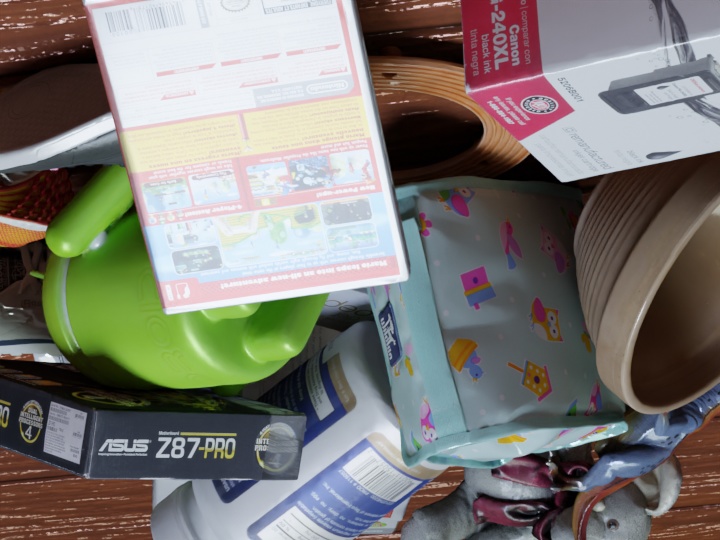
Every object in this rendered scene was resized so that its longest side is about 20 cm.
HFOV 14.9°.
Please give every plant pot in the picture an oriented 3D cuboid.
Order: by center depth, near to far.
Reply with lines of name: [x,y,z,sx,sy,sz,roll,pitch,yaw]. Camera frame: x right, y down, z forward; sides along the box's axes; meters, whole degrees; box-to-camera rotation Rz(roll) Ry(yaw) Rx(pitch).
plant pot: [0.196,-0.020,1.667,0.201,0.093,0.201,-35,148,-25]

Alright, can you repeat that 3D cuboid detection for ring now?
ring: [0.008,-0.087,1.636,0.200,0.019,0.200,0,159,0]

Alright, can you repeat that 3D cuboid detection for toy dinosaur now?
toy dinosaur: [0.218,0.098,1.985,0.181,0.105,0.200,-14,140,8]

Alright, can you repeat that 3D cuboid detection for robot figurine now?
robot figurine: [-0.110,0.013,1.649,0.200,0.116,0.175,-6,142,45]

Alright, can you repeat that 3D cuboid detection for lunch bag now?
lunch bag: [0.071,0.032,1.684,0.122,0.171,0.200,-16,171,25]

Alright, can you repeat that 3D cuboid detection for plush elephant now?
plush elephant: [0.153,0.181,2.125,0.155,0.165,0.200,32,-161,35]

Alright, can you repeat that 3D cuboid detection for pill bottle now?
pill bottle: [-0.038,0.131,1.788,0.200,0.111,0.111,-38,144,21]

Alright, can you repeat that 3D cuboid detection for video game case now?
video game case: [-0.060,-0.073,1.495,0.143,0.017,0.200,-8,119,8]

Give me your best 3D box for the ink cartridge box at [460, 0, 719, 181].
ink cartridge box: [0.172,-0.125,1.461,0.200,0.083,0.145,-11,157,23]

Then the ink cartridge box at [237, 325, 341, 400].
ink cartridge box: [-0.055,0.076,1.912,0.200,0.117,0.067,17,153,-38]

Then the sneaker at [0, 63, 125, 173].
sneaker: [-0.130,-0.070,1.566,0.200,0.071,0.099,-15,133,23]

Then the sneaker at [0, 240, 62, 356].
sneaker: [-0.193,0.012,1.811,0.200,0.076,0.081,-8,149,11]

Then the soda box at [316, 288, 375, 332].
soda box: [0.000,0.000,1.789,0.200,0.068,0.064,17,152,-40]

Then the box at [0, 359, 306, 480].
box: [-0.156,0.093,1.720,0.161,0.049,0.200,7,-177,-38]

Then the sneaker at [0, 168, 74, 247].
sneaker: [-0.258,-0.049,1.638,0.077,0.073,0.200,-20,152,32]

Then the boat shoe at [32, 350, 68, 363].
boat shoe: [-0.172,0.063,1.939,0.066,0.072,0.200,-12,158,13]

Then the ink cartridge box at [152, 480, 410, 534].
ink cartridge box: [-0.062,0.145,2.134,0.200,0.084,0.176,1,158,-6]
